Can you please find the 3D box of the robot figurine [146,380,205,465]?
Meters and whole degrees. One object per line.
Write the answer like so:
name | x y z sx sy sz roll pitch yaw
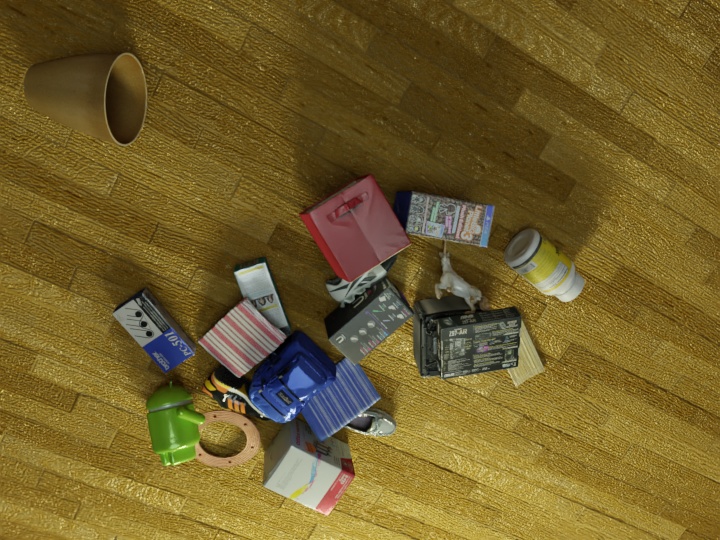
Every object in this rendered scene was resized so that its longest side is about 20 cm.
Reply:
robot figurine | -0.470 0.380 1.550 0.115 0.175 0.201 -6 79 -43

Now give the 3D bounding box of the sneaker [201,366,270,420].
sneaker | -0.319 0.333 1.610 0.200 0.070 0.090 40 116 -19

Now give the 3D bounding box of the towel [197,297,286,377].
towel | -0.295 0.170 1.538 0.146 0.030 0.200 46 118 -10

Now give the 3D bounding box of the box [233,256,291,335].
box | -0.240 0.074 1.534 0.082 0.049 0.201 -17 110 -1

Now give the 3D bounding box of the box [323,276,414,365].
box | 0.018 0.116 1.546 0.200 0.122 0.106 -42 110 7

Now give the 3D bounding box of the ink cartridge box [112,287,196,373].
ink cartridge box | -0.503 0.148 1.525 0.094 0.044 0.200 -33 110 6

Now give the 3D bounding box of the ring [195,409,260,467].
ring | -0.365 0.444 1.645 0.199 0.019 0.201 -1 118 -2

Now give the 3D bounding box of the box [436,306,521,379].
box | 0.286 0.178 1.503 0.199 0.044 0.161 -9 122 -5

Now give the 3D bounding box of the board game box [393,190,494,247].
board game box | 0.188 -0.123 1.462 0.199 0.159 0.097 9 95 -11

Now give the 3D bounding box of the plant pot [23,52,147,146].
plant pot | -0.576 -0.367 1.282 0.199 0.186 0.187 10 108 3

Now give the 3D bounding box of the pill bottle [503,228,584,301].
pill bottle | 0.471 -0.007 1.575 0.200 0.111 0.111 36 100 -18

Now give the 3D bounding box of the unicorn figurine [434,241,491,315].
unicorn figurine | 0.239 0.034 1.535 0.074 0.137 0.200 -38 100 29

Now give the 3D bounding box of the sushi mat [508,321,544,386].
sushi mat | 0.430 0.219 1.698 0.095 0.012 0.200 -28 110 4

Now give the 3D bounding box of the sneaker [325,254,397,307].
sneaker | 0.000 0.000 1.530 0.200 0.074 0.089 -40 111 6

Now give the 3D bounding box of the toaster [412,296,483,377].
toaster | 0.227 0.162 1.594 0.180 0.119 0.201 -6 110 -7

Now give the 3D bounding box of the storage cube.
storage cube | -0.016 -0.098 1.416 0.171 0.200 0.180 -33 100 -8

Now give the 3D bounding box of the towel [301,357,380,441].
towel | -0.064 0.332 1.617 0.200 0.024 0.145 -37 70 5

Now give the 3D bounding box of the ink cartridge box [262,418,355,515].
ink cartridge box | -0.141 0.516 1.648 0.200 0.145 0.145 30 102 -17

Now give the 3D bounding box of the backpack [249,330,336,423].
backpack | -0.183 0.276 1.551 0.200 0.168 0.163 -42 97 8

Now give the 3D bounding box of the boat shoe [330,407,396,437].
boat shoe | 0.006 0.408 1.675 0.201 0.065 0.075 24 104 -15
